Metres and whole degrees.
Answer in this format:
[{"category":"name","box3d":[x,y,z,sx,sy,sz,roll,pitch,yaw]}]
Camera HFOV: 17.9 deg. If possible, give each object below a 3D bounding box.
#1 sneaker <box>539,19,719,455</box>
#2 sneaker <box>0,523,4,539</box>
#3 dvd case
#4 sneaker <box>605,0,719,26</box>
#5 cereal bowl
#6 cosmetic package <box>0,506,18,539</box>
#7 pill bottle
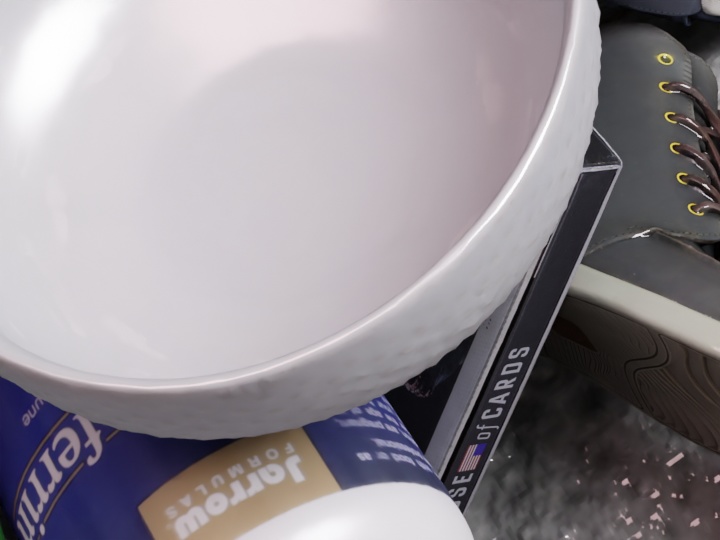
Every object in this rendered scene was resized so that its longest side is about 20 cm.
[{"category":"sneaker","box3d":[0.100,-0.017,0.696,0.106,0.075,0.200,-49,43,-13]},{"category":"sneaker","box3d":[-0.152,0.003,0.639,0.083,0.074,0.201,-28,87,30]},{"category":"dvd case","box3d":[0.000,0.000,0.717,0.150,0.025,0.201,52,135,36]},{"category":"sneaker","box3d":[0.107,-0.164,0.776,0.145,0.077,0.203,12,57,17]},{"category":"cereal bowl","box3d":[-0.029,-0.042,0.612,0.199,0.083,0.201,-7,61,12]},{"category":"cosmetic package","box3d":[-0.185,0.177,0.670,0.200,0.199,0.123,-53,54,25]},{"category":"pill bottle","box3d":[-0.036,0.074,0.661,0.116,0.116,0.200,-39,57,6]}]
